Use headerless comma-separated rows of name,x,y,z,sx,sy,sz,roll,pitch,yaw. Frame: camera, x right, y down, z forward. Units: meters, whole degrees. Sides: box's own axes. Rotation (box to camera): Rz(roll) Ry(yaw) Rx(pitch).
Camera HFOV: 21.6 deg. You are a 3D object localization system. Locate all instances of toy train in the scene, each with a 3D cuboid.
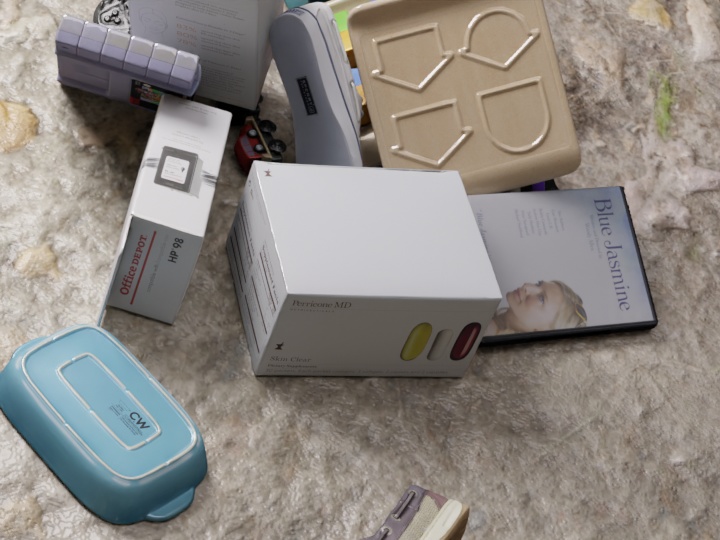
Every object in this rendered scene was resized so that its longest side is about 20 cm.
toy train,-0.096,-0.114,1.777,0.045,0.034,0.201,-8,52,-24

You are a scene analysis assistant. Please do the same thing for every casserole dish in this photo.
casserole dish,-0.205,0.115,1.513,0.121,0.039,0.200,-28,64,-38

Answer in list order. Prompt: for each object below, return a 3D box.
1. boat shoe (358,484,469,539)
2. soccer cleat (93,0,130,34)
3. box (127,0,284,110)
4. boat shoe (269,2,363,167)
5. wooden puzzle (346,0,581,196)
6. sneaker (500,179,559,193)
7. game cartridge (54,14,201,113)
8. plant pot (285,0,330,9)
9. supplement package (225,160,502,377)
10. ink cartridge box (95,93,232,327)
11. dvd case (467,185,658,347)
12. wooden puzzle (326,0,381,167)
boat shoe,0.013,0.239,1.466,0.064,0.072,0.200,27,45,21
soccer cleat,-0.168,-0.257,1.873,0.198,0.073,0.069,-18,79,-14
box,-0.139,-0.249,1.720,0.123,0.200,0.098,15,66,3
boat shoe,-0.025,-0.149,1.746,0.073,0.202,0.065,4,23,38
wooden puzzle,0.096,-0.168,1.767,0.184,0.046,0.202,-14,96,-2
sneaker,0.144,-0.125,1.870,0.099,0.070,0.201,2,51,-30
game cartridge,-0.210,-0.177,1.695,0.129,0.200,0.039,21,83,-6
plant pot,-0.032,-0.373,1.979,0.140,0.142,0.200,-10,47,-30
supplement package,0.000,0.000,1.654,0.198,0.111,0.157,1,48,-20
ink cartridge box,-0.168,-0.040,1.619,0.066,0.116,0.201,16,45,-8
dvd case,0.178,-0.006,1.762,0.198,0.018,0.144,-4,72,-27
wooden puzzle,0.023,-0.204,1.840,0.184,0.046,0.201,-20,56,-3
